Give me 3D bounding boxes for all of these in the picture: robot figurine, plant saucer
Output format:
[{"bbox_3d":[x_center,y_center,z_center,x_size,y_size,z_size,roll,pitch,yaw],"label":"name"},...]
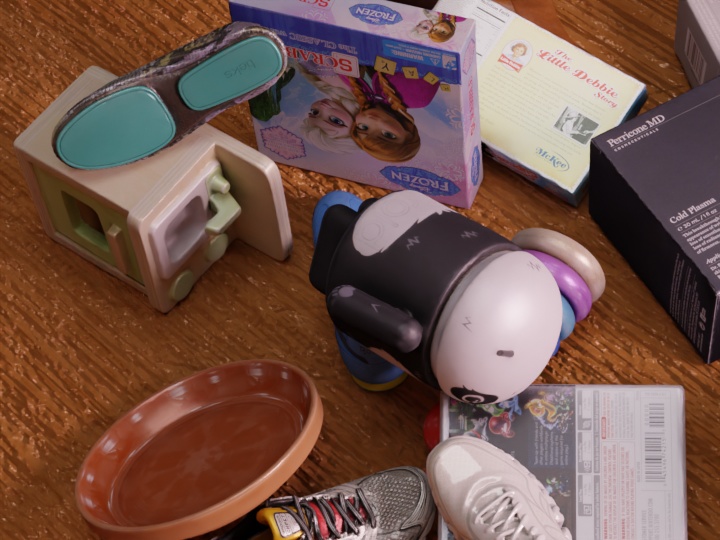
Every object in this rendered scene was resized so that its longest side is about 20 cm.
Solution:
[{"bbox_3d":[0.054,0.019,1.359,0.200,0.125,0.150,30,66,32],"label":"robot figurine"},{"bbox_3d":[-0.120,0.140,1.390,0.200,0.032,0.200,-19,27,10],"label":"plant saucer"}]

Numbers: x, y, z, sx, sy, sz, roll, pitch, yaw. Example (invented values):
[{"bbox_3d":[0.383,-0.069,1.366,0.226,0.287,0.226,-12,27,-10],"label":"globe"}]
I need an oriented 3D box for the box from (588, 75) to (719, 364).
[{"bbox_3d":[0.315,-0.057,1.481,0.200,0.104,0.182,-25,57,-12],"label":"box"}]

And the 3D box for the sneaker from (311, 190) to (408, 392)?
[{"bbox_3d":[0.000,0.000,1.494,0.066,0.079,0.200,-13,53,-1],"label":"sneaker"}]

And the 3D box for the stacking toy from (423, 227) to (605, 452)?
[{"bbox_3d":[0.112,0.065,1.436,0.085,0.085,0.200,24,64,21],"label":"stacking toy"}]

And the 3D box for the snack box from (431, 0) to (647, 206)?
[{"bbox_3d":[0.132,-0.154,1.580,0.200,0.037,0.116,32,81,18],"label":"snack box"}]

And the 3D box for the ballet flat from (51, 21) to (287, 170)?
[{"bbox_3d":[-0.152,-0.140,1.461,0.200,0.072,0.072,-25,55,2],"label":"ballet flat"}]

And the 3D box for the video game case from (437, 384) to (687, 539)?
[{"bbox_3d":[0.147,0.182,1.344,0.181,0.023,0.200,0,74,6],"label":"video game case"}]

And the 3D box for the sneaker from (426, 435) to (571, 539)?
[{"bbox_3d":[0.118,0.195,1.291,0.075,0.081,0.200,-38,72,-3],"label":"sneaker"}]

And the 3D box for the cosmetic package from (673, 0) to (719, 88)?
[{"bbox_3d":[0.385,-0.209,1.595,0.200,0.090,0.107,-12,54,-6],"label":"cosmetic package"}]

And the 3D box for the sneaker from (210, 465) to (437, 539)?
[{"bbox_3d":[-0.035,0.200,1.344,0.200,0.082,0.078,-27,56,-7],"label":"sneaker"}]

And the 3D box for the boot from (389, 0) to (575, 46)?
[{"bbox_3d":[0.098,-0.206,1.654,0.188,0.069,0.200,-14,65,-7],"label":"boot"}]

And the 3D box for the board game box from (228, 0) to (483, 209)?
[{"bbox_3d":[0.000,-0.147,1.522,0.200,0.200,0.041,14,57,17],"label":"board game box"}]

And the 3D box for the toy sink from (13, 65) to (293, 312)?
[{"bbox_3d":[-0.172,-0.055,1.520,0.200,0.130,0.112,29,63,23],"label":"toy sink"}]
